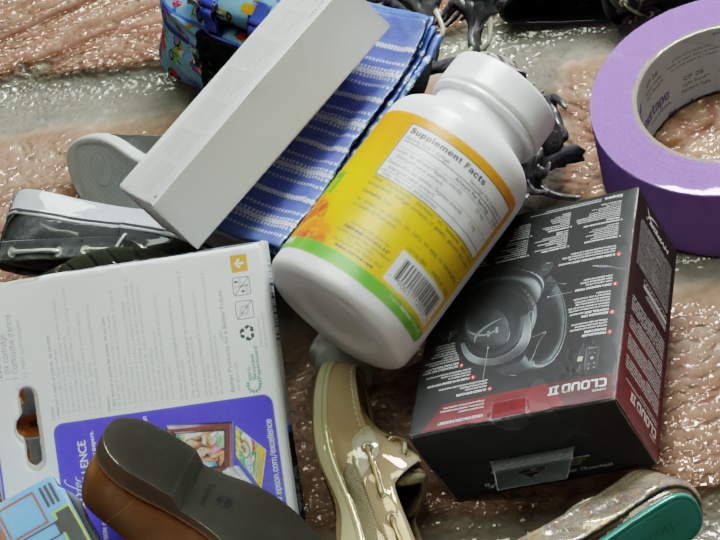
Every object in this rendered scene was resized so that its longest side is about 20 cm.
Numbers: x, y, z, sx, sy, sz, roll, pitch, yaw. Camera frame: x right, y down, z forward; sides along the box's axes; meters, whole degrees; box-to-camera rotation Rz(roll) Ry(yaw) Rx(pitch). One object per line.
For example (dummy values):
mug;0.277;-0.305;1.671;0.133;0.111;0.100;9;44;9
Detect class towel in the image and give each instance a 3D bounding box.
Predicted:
towel;-0.044;-0.108;1.655;0.144;0.024;0.201;20;69;44

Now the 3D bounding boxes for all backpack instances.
backpack;-0.069;-0.212;1.844;0.182;0.135;0.199;-40;45;-23

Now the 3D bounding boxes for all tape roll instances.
tape roll;0.265;-0.105;1.693;0.198;0.066;0.201;-8;46;9

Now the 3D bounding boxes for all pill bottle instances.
pill bottle;0.040;-0.044;1.573;0.111;0.111;0.200;25;69;34

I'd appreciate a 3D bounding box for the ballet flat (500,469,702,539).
ballet flat;0.121;0.185;1.484;0.199;0.069;0.067;-25;27;-14

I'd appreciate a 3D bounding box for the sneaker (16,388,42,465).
sneaker;-0.151;0.086;1.639;0.198;0.077;0.079;-8;91;4

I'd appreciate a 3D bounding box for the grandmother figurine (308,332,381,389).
grandmother figurine;0.000;0.000;1.687;0.121;0.060;0.201;-24;42;34

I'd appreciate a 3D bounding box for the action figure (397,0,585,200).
action figure;0.089;-0.115;1.719;0.118;0.102;0.201;2;54;-38

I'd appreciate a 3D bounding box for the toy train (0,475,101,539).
toy train;-0.191;0.232;1.487;0.114;0.087;0.201;-30;63;-6

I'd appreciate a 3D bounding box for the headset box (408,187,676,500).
headset box;0.121;0.055;1.561;0.148;0.077;0.201;-14;45;26

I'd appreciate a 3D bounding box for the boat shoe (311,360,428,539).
boat shoe;0.015;0.142;1.540;0.064;0.071;0.201;-19;55;10

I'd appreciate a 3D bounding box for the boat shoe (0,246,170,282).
boat shoe;-0.195;0.037;1.687;0.198;0.074;0.076;-9;58;22

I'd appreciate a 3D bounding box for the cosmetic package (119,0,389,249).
cosmetic package;-0.072;-0.110;1.617;0.200;0.051;0.082;-49;22;-6

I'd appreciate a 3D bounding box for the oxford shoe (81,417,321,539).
oxford shoe;-0.091;0.176;1.524;0.199;0.072;0.071;35;34;5

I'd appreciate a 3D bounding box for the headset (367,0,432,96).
headset;-0.029;-0.108;1.695;0.123;0.094;0.201;26;88;51

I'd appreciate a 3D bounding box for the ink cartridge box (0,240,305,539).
ink cartridge box;-0.145;0.092;1.576;0.198;0.043;0.200;-8;88;7

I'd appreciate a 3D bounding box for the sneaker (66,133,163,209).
sneaker;-0.132;-0.076;1.794;0.199;0.071;0.099;9;23;45

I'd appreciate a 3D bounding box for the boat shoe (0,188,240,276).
boat shoe;-0.170;-0.007;1.727;0.198;0.074;0.069;13;67;9

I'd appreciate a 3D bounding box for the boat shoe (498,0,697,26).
boat shoe;0.198;-0.214;1.816;0.198;0.069;0.057;2;57;26
